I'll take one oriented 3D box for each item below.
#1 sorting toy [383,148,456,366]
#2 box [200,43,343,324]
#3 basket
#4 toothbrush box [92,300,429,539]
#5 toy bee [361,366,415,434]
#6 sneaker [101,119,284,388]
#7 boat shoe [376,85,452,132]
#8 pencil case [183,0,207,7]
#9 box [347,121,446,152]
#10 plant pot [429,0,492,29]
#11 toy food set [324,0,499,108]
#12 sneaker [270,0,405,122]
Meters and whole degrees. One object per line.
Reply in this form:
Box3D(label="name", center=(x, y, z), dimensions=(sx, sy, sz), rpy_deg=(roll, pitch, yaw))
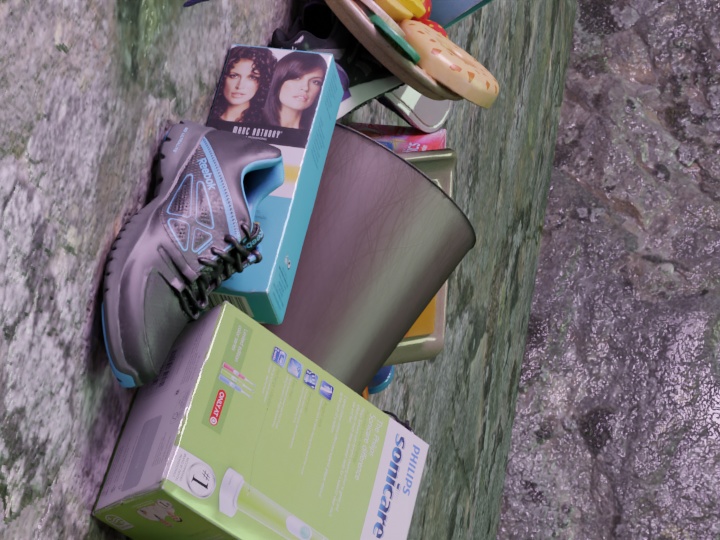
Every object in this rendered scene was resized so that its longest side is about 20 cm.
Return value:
Box3D(label="sorting toy", center=(0.000, 0.000, 1.395), dimensions=(0.036, 0.183, 0.202), rpy_deg=(36, -52, 53))
Box3D(label="box", center=(-0.075, -0.064, 1.181), dimensions=(0.049, 0.081, 0.202), rpy_deg=(73, 27, -60))
Box3D(label="basket", center=(-0.027, 0.017, 1.258), dimensions=(0.136, 0.180, 0.201), rpy_deg=(-4, -126, 60))
Box3D(label="toothbrush box", center=(-0.062, 0.141, 1.113), dimensions=(0.199, 0.086, 0.147), rpy_deg=(36, 51, -27))
Box3D(label="toy bee", center=(-0.021, 0.088, 1.519), dimensions=(0.201, 0.107, 0.132), rpy_deg=(-107, -175, -55))
Box3D(label="sneaker", center=(-0.108, -0.014, 1.062), dimensions=(0.073, 0.081, 0.202), rpy_deg=(81, 22, -57))
Box3D(label="boat shoe", center=(0.018, -0.201, 1.532), dimensions=(0.200, 0.062, 0.075), rpy_deg=(37, 80, -49))
Box3D(label="pencil case", center=(-0.083, -0.246, 1.041), dimensions=(0.201, 0.086, 0.088), rpy_deg=(-67, 160, -53))
Box3D(label="box", center=(0.018, -0.062, 1.533), dimensions=(0.200, 0.101, 0.096), rpy_deg=(-67, 161, -66))
Box3D(label="plant pot", center=(0.112, -0.345, 1.692), dimensions=(0.136, 0.199, 0.200), rpy_deg=(58, 19, -4))
Box3D(label="toy food set", center=(0.027, -0.219, 1.373), dimensions=(0.197, 0.049, 0.201), rpy_deg=(35, 22, -34))
Box3D(label="sneaker", center=(-0.013, -0.187, 1.374), dimensions=(0.200, 0.075, 0.089), rpy_deg=(-43, 131, -57))
